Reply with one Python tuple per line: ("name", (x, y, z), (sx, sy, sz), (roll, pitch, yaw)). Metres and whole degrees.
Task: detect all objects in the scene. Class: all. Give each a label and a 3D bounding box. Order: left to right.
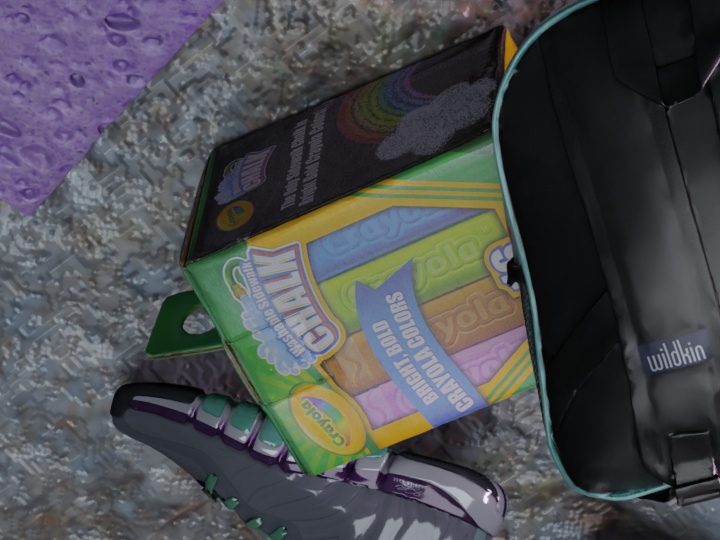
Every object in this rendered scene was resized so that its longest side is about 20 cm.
("sponge", (-0.132, -0.127, 1.073), (0.111, 0.030, 0.200), (39, 112, -16))
("sneaker", (-0.035, 0.114, 1.135), (0.199, 0.074, 0.088), (16, 85, 14))
("chalk box", (0.000, 0.000, 1.079), (0.200, 0.125, 0.124), (-23, 114, 15))
("backpack", (0.145, -0.029, 0.945), (0.175, 0.153, 0.201), (-12, 106, 22))
